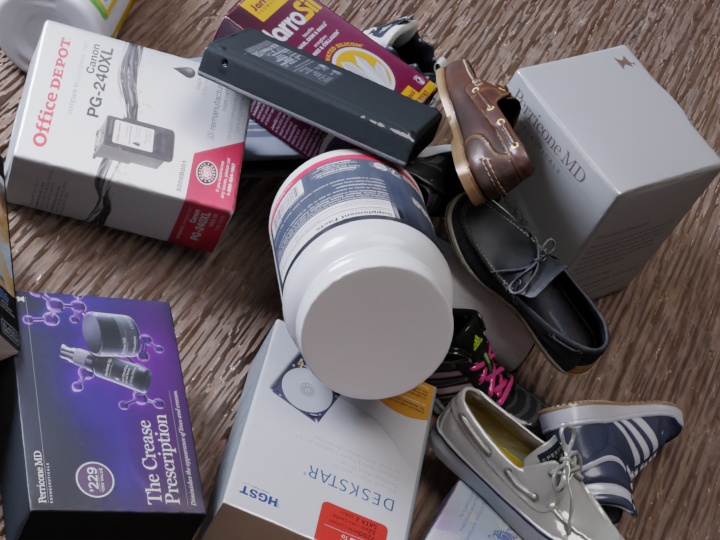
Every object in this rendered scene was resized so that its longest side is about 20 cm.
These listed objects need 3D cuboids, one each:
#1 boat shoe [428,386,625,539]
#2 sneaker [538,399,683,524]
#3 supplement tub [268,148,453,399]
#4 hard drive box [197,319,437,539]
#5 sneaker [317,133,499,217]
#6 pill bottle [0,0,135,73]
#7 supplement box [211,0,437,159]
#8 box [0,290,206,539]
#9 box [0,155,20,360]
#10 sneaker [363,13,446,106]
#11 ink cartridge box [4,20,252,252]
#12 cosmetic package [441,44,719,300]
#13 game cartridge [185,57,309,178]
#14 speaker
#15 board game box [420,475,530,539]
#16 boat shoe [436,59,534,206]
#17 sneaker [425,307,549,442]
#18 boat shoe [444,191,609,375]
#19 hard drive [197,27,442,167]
[{"bbox_3d":[0.155,0.168,1.374,0.202,0.086,0.074,41,35,17],"label":"boat shoe"},{"bbox_3d":[0.237,0.177,1.489,0.199,0.070,0.110,6,67,-48],"label":"sneaker"},{"bbox_3d":[0.000,0.000,1.350,0.139,0.141,0.201,15,26,-17],"label":"supplement tub"},{"bbox_3d":[-0.032,0.161,1.341,0.155,0.077,0.201,23,45,-9],"label":"hard drive box"},{"bbox_3d":[0.058,-0.071,1.502,0.198,0.076,0.088,10,29,-33],"label":"sneaker"},{"bbox_3d":[-0.268,-0.281,1.570,0.110,0.111,0.201,25,44,-8],"label":"pill bottle"},{"bbox_3d":[-0.041,-0.182,1.582,0.199,0.086,0.110,36,44,4],"label":"supplement box"},{"bbox_3d":[-0.209,0.121,1.276,0.140,0.079,0.201,3,51,-24],"label":"box"},{"bbox_3d":[-0.338,-0.010,1.285,0.116,0.060,0.201,-21,53,11],"label":"box"},{"bbox_3d":[0.001,-0.229,1.665,0.198,0.130,0.080,37,43,5],"label":"sneaker"},{"bbox_3d":[-0.206,-0.118,1.450,0.198,0.083,0.147,14,62,-13],"label":"ink cartridge box"},{"bbox_3d":[0.211,-0.085,1.607,0.165,0.201,0.168,-17,60,-38],"label":"cosmetic package"},{"bbox_3d":[-0.121,-0.150,1.595,0.198,0.042,0.134,-4,50,-32],"label":"game cartridge"},{"bbox_3d":[0.075,0.015,1.529,0.199,0.081,0.081,30,43,-2],"label":"speaker"},{"bbox_3d":[0.130,0.275,1.313,0.198,0.044,0.200,37,24,3],"label":"board game box"},{"bbox_3d":[0.117,-0.135,1.500,0.071,0.070,0.201,50,18,-37],"label":"boat shoe"},{"bbox_3d":[0.097,0.087,1.471,0.199,0.088,0.074,35,43,2],"label":"sneaker"},{"bbox_3d":[0.154,0.006,1.471,0.074,0.062,0.201,-38,90,-27],"label":"boat shoe"},{"bbox_3d":[-0.031,-0.156,1.443,0.198,0.033,0.140,24,18,6],"label":"hard drive"}]
